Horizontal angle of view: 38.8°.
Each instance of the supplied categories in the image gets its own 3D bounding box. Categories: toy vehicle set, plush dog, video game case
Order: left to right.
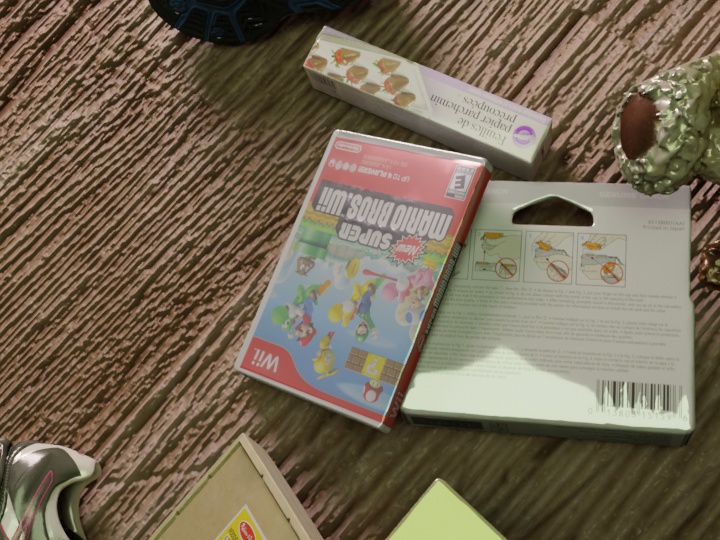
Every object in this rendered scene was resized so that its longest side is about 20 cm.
[{"bbox_3d":[-0.084,0.195,0.651,0.125,0.200,0.027,-48,115,-3],"label":"toy vehicle set"},{"bbox_3d":[0.000,0.000,0.742,0.141,0.017,0.203,15,78,35],"label":"video game case"},{"bbox_3d":[0.288,-0.073,0.663,0.198,0.160,0.175,-21,92,37],"label":"plush dog"}]

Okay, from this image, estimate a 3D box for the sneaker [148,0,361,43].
[{"bbox_3d":[-0.078,-0.243,0.833,0.196,0.076,0.078,-8,51,8],"label":"sneaker"}]

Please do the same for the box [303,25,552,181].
[{"bbox_3d":[0.050,-0.129,0.783,0.197,0.041,0.039,26,80,17],"label":"box"}]

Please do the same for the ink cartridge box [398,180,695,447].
[{"bbox_3d":[0.132,0.026,0.722,0.196,0.044,0.177,3,68,12],"label":"ink cartridge box"}]

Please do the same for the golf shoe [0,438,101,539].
[{"bbox_3d":[-0.240,0.222,0.722,0.086,0.077,0.204,2,75,4],"label":"golf shoe"}]

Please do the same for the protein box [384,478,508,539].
[{"bbox_3d":[0.060,0.273,0.616,0.198,0.135,0.201,40,84,18],"label":"protein box"}]
